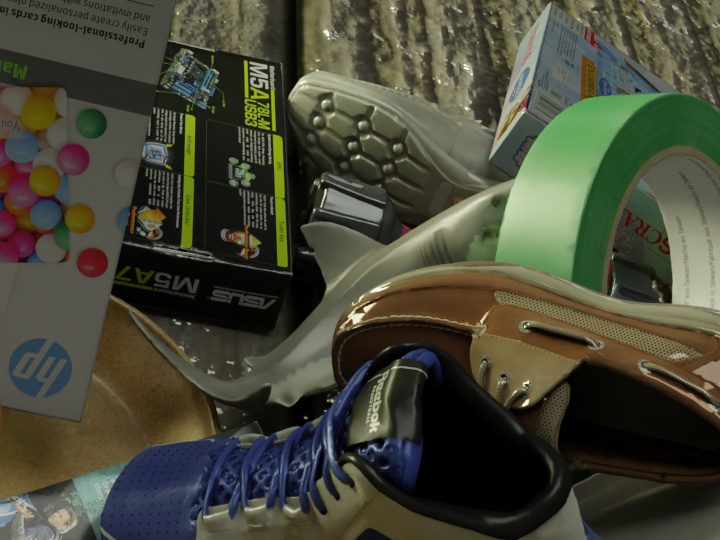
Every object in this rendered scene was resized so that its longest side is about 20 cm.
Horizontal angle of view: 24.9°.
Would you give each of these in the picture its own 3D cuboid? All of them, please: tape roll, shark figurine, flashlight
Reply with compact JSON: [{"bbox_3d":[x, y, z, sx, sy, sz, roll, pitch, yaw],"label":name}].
[{"bbox_3d":[0.143,0.012,0.828,0.048,0.203,0.200,3,20,41],"label":"tape roll"},{"bbox_3d":[-0.017,0.014,0.816,0.213,0.129,0.090,-29,71,-25],"label":"shark figurine"},{"bbox_3d":[0.063,-0.002,0.899,0.198,0.068,0.068,20,70,-11],"label":"flashlight"}]

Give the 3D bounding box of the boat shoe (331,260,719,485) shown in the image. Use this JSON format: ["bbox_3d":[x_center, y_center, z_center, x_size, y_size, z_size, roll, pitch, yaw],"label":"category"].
[{"bbox_3d":[0.077,0.047,0.690,0.197,0.077,0.072,4,31,19],"label":"boat shoe"}]

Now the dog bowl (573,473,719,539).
[{"bbox_3d":[0.113,0.141,0.667,0.059,0.199,0.200,59,40,-8],"label":"dog bowl"}]

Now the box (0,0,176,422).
[{"bbox_3d":[-0.170,-0.049,0.678,0.154,0.202,0.041,13,18,-11],"label":"box"}]

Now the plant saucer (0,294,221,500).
[{"bbox_3d":[-0.161,0.075,0.726,0.198,0.036,0.201,13,38,-11],"label":"plant saucer"}]

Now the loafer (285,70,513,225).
[{"bbox_3d":[0.048,-0.062,0.977,0.198,0.070,0.070,30,32,-2],"label":"loafer"}]

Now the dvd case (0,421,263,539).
[{"bbox_3d":[-0.098,0.150,0.635,0.198,0.022,0.147,-16,66,-30],"label":"dvd case"}]

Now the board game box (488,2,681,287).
[{"bbox_3d":[0.179,-0.065,1.006,0.198,0.041,0.200,34,28,-6],"label":"board game box"}]

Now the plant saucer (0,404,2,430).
[{"bbox_3d":[-0.204,0.106,0.571,0.032,0.199,0.201,52,26,-29],"label":"plant saucer"}]

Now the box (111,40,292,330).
[{"bbox_3d":[-0.135,-0.064,0.901,0.191,0.048,0.201,12,38,-15],"label":"box"}]

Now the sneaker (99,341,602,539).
[{"bbox_3d":[-0.003,0.074,0.598,0.197,0.116,0.081,5,46,19],"label":"sneaker"}]
